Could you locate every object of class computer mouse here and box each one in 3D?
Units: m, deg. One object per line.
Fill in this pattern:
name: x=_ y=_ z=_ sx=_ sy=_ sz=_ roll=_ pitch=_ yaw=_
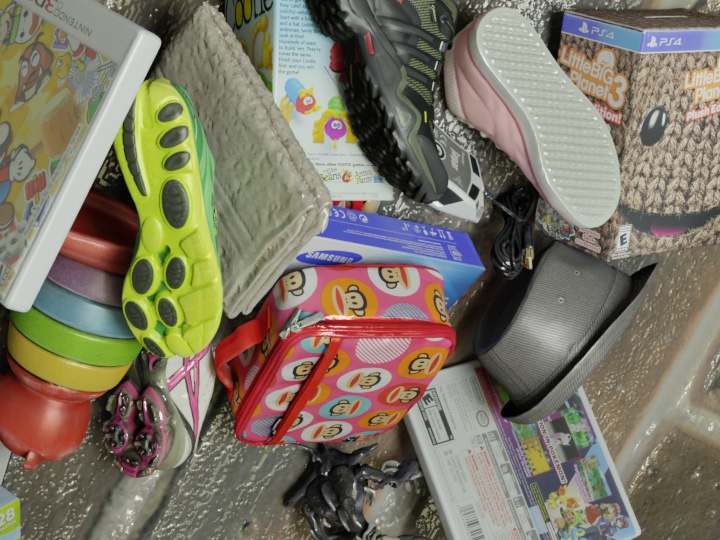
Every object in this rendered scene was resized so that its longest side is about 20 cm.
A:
computer mouse: x=0.074 y=-0.076 z=1.161 sx=0.200 sy=0.110 sz=0.044 roll=36 pitch=130 yaw=-26

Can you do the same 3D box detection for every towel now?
towel: x=-0.100 y=-0.079 z=0.980 sx=0.034 sy=0.201 sz=0.133 roll=-3 pitch=146 yaw=-47

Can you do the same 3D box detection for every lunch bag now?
lunch bag: x=-0.031 y=0.070 z=1.107 sx=0.175 sy=0.083 sz=0.200 roll=2 pitch=147 yaw=-22

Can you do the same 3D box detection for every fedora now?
fedora: x=0.168 y=0.040 z=1.202 sx=0.090 sy=0.177 sz=0.200 roll=41 pitch=59 yaw=-3

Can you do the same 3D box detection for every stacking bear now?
stacking bear: x=-0.222 y=0.051 z=1.029 sx=0.113 sy=0.122 sz=0.201 roll=19 pitch=106 yaw=-16

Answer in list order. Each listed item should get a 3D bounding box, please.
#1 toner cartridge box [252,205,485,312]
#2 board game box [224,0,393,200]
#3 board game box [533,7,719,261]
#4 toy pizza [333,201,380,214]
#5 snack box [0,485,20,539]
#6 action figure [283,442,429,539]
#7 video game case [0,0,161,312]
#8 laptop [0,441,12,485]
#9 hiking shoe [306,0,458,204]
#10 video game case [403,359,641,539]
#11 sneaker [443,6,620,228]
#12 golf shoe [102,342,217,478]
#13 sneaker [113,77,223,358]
toner cartridge box: x=0.000 y=0.000 z=1.132 sx=0.199 sy=0.043 sz=0.095 roll=9 pitch=133 yaw=-38
board game box: x=-0.040 y=-0.156 z=1.029 sx=0.104 sy=0.103 sz=0.202 roll=-1 pitch=96 yaw=-27
board game box: x=0.254 y=-0.125 z=1.209 sx=0.158 sy=0.097 sz=0.202 roll=-9 pitch=114 yaw=-36
toy pizza: x=-0.062 y=-0.076 z=1.115 sx=0.199 sy=0.032 sz=0.202 roll=-10 pitch=114 yaw=-24
snack box: x=-0.340 y=0.273 z=1.030 sx=0.168 sy=0.067 sz=0.202 roll=-29 pitch=134 yaw=-46
action figure: x=0.010 y=0.226 z=1.231 sx=0.118 sy=0.102 sz=0.201 roll=-34 pitch=83 yaw=20
video game case: x=-0.235 y=-0.099 z=0.928 sx=0.023 sy=0.182 sz=0.201 roll=20 pitch=100 yaw=-50
laptop: x=-0.356 y=0.186 z=1.014 sx=0.199 sy=0.116 sz=0.189 roll=13 pitch=103 yaw=-31
hiking shoe: x=0.037 y=-0.149 z=0.968 sx=0.100 sy=0.076 sz=0.201 roll=-26 pitch=106 yaw=-19
video game case: x=0.144 y=0.175 z=1.252 sx=0.181 sy=0.023 sz=0.201 roll=-13 pitch=71 yaw=-23
sneaker: x=0.140 y=-0.125 z=1.149 sx=0.075 sy=0.105 sz=0.201 roll=-37 pitch=101 yaw=-18
golf shoe: x=-0.156 y=0.064 z=1.108 sx=0.092 sy=0.072 sz=0.202 roll=-11 pitch=114 yaw=-57
sneaker: x=-0.124 y=-0.035 z=0.940 sx=0.073 sy=0.084 sz=0.202 roll=3 pitch=110 yaw=10
